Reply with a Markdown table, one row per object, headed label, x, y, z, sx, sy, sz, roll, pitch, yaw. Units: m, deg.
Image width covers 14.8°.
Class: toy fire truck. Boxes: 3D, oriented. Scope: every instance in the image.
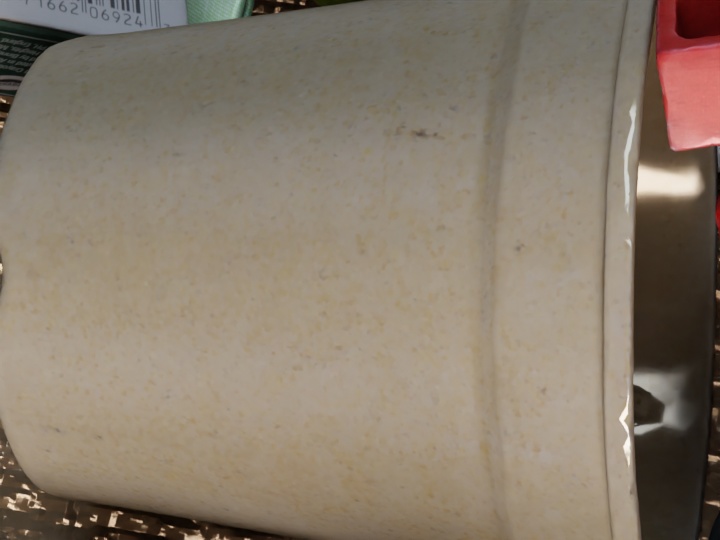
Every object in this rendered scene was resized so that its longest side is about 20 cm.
| label | x | y | z | sx | sy | sz | roll | pitch | yaw |
| --- | --- | --- | --- | --- | --- | --- | --- | --- | --- |
| toy fire truck | 0.120 | -0.036 | 0.763 | 0.049 | 0.141 | 0.200 | -9 | 21 | 12 |

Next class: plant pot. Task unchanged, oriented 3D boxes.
| label | x | y | z | sx | sy | sz | roll | pitch | yaw |
| --- | --- | --- | --- | --- | --- | --- | --- | --- | --- |
| plant pot | 0.000 | 0.000 | 0.781 | 0.183 | 0.201 | 0.201 | 2 | 53 | 13 |

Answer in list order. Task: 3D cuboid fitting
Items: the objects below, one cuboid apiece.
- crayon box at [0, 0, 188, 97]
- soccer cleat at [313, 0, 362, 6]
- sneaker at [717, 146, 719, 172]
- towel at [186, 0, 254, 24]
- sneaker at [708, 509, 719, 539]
| label | x | y | z | sx | sy | sz | roll | pitch | yaw |
| --- | --- | --- | --- | --- | --- | --- | --- | --- | --- |
| crayon box | -0.124 | -0.155 | 0.852 | 0.125 | 0.052 | 0.201 | 9 | 65 | -33 |
| soccer cleat | 0.054 | -0.143 | 0.951 | 0.200 | 0.065 | 0.084 | -26 | 58 | -24 |
| sneaker | 0.062 | -0.080 | 0.874 | 0.199 | 0.091 | 0.067 | 3 | 32 | -6 |
| towel | -0.086 | -0.160 | 0.927 | 0.149 | 0.031 | 0.201 | 8 | 72 | 16 |
| sneaker | 0.145 | 0.068 | 0.782 | 0.074 | 0.088 | 0.200 | 25 | 57 | 16 |
